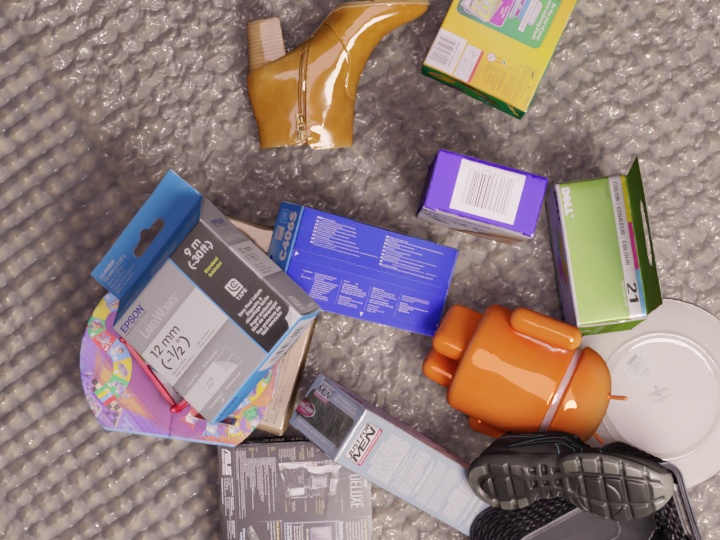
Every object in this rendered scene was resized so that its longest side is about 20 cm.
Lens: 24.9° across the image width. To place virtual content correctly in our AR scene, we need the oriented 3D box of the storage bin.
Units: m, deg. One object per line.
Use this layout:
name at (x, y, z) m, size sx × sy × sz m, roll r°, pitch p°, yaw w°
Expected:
storage bin at (0.225, 0.273, 1.606) m, size 0.199 × 0.094 × 0.136 m, roll -25°, pitch 106°, yaw -17°

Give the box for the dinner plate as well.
dinner plate at (0.310, 0.129, 1.682) m, size 0.199 × 0.024 × 0.201 m, roll 0°, pitch 88°, yaw 1°

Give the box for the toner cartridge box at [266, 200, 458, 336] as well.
toner cartridge box at (0.000, 0.000, 1.622) m, size 0.199 × 0.043 × 0.095 m, roll 15°, pitch 89°, yaw -36°

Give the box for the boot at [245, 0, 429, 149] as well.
boot at (-0.017, -0.200, 1.676) m, size 0.200 × 0.071 × 0.145 m, roll -10°, pitch 95°, yaw 4°

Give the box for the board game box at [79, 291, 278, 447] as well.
board game box at (-0.181, 0.089, 1.604) m, size 0.199 × 0.039 × 0.159 m, roll 8°, pitch 90°, yaw 1°

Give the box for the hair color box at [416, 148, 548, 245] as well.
hair color box at (0.116, -0.069, 1.599) m, size 0.109 × 0.200 × 0.065 m, roll 16°, pitch 91°, yaw 1°

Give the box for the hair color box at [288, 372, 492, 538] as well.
hair color box at (0.036, 0.183, 1.598) m, size 0.200 × 0.099 × 0.061 m, roll 34°, pitch 89°, yaw -34°

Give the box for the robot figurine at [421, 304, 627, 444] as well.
robot figurine at (0.165, 0.110, 1.635) m, size 0.199 × 0.117 × 0.144 m, roll 25°, pitch 94°, yaw 8°

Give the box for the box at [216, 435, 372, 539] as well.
box at (-0.065, 0.271, 1.669) m, size 0.157 × 0.050 × 0.201 m, roll -3°, pitch 89°, yaw 0°

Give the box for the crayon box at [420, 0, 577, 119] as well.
crayon box at (0.156, -0.272, 1.674) m, size 0.118 × 0.058 × 0.201 m, roll 25°, pitch 89°, yaw 1°

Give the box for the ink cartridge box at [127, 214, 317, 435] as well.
ink cartridge box at (-0.128, 0.050, 1.662) m, size 0.164 × 0.075 × 0.201 m, roll 16°, pitch 90°, yaw 2°

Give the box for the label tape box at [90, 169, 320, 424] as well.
label tape box at (-0.159, 0.024, 1.541) m, size 0.200 × 0.066 × 0.143 m, roll 43°, pitch 107°, yaw 7°

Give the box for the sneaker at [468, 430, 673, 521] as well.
sneaker at (0.202, 0.182, 1.539) m, size 0.199 × 0.079 × 0.076 m, roll 3°, pitch 121°, yaw 28°

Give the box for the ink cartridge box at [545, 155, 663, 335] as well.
ink cartridge box at (0.235, -0.021, 1.591) m, size 0.075 × 0.200 × 0.148 m, roll -8°, pitch 82°, yaw 0°
